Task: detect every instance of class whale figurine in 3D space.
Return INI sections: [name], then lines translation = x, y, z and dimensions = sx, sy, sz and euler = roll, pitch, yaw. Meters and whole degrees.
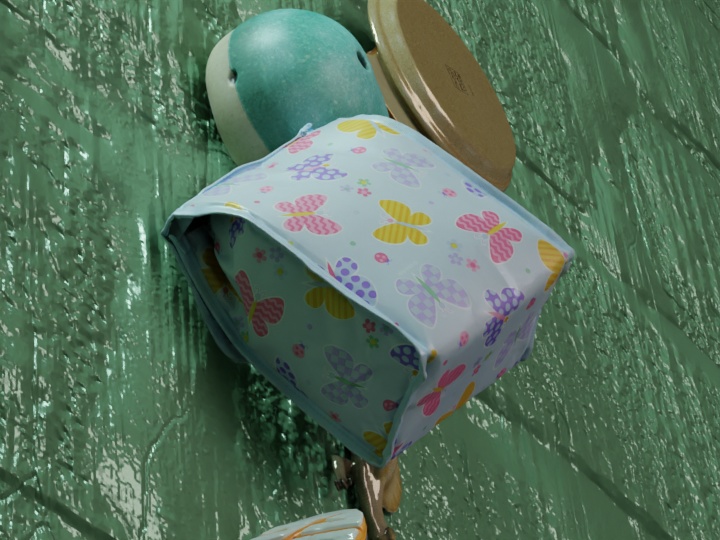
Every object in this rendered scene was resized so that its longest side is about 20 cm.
[whale figurine]
translation = -0.016, -0.107, 1.581
dimensions = 0.200, 0.103, 0.160
euler = 25, 41, -49

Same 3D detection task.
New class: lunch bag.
[lunch bag]
translation = 0.000, 0.000, 1.419
dimensions = 0.200, 0.128, 0.169
euler = 38, 42, 17

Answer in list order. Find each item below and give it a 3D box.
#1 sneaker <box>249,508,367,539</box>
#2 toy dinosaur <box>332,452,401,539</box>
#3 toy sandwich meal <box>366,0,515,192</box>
[sneaker]
translation = -0.033, 0.204, 1.261
dimensions = 0.078, 0.078, 0.200
euler = 64, 25, -23
[toy dinosaur]
translation = 0.010, 0.104, 1.485
dimensions = 0.201, 0.058, 0.101
euler = -75, 146, -48
[toy sandwich meal]
translation = 0.047, -0.127, 1.779
dimensions = 0.205, 0.070, 0.206
euler = 47, 23, -27
